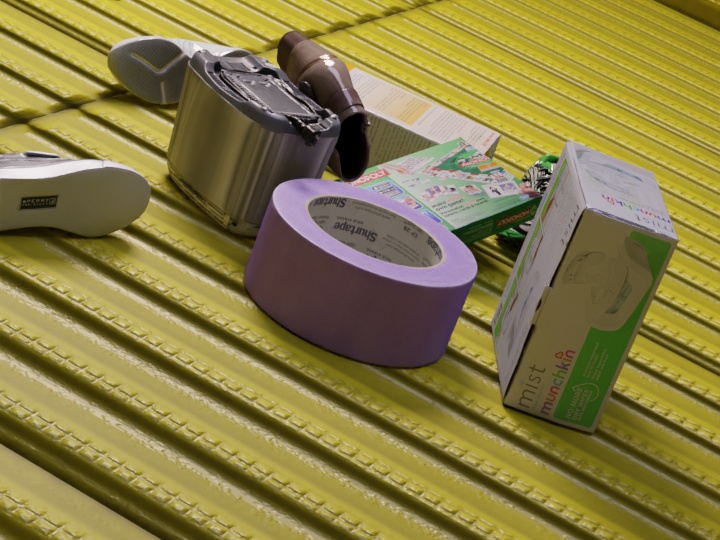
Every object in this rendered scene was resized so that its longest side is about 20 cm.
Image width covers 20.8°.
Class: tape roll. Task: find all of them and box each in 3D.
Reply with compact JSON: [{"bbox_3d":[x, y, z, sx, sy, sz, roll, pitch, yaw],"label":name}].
[{"bbox_3d":[0.000,0.000,1.778,0.198,0.086,0.200,20,22,-8],"label":"tape roll"}]

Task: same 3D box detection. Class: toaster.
[{"bbox_3d":[-0.104,-0.118,1.895,0.113,0.130,0.200,1,29,-41],"label":"toaster"}]

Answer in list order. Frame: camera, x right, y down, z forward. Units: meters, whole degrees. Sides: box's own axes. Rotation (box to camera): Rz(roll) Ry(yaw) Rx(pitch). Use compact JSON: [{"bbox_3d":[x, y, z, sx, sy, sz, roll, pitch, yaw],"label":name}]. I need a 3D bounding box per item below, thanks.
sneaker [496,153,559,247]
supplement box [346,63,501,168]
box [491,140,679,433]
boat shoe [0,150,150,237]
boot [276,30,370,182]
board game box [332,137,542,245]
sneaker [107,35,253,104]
[{"bbox_3d":[0.195,-0.075,2.138,0.077,0.086,0.200,20,22,-4],"label":"sneaker"},{"bbox_3d":[0.044,-0.146,2.175,0.199,0.074,0.126,25,22,8],"label":"supplement box"},{"bbox_3d":[0.197,0.012,1.779,0.096,0.201,0.177,18,21,-8],"label":"box"},{"bbox_3d":[-0.278,-0.072,1.712,0.199,0.072,0.068,-6,35,-38],"label":"boat shoe"},{"bbox_3d":[-0.039,-0.144,2.001,0.070,0.201,0.147,-25,55,-14],"label":"boot"},{"bbox_3d":[0.068,-0.069,1.995,0.199,0.029,0.134,-20,42,-32],"label":"board game box"},{"bbox_3d":[-0.206,-0.220,2.141,0.080,0.071,0.199,19,12,40],"label":"sneaker"}]
